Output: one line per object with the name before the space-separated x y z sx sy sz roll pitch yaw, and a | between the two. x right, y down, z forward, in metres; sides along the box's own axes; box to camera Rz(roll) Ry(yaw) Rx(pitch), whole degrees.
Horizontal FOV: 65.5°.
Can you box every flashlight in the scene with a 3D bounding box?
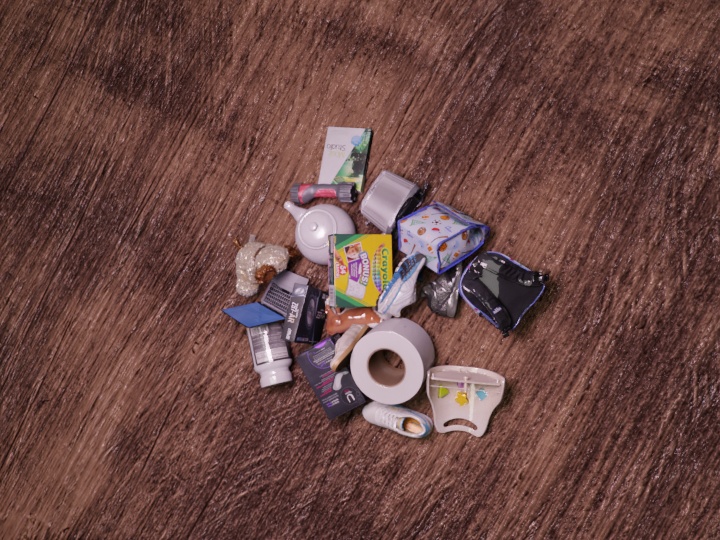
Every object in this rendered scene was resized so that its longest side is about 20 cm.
flashlight | -0.113 -0.230 1.696 0.200 0.068 0.068 5 40 21

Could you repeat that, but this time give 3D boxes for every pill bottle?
pill bottle | -0.267 0.239 1.661 0.116 0.116 0.200 -17 78 13

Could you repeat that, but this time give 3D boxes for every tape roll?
tape roll | 0.089 0.241 1.514 0.202 0.139 0.203 4 101 19

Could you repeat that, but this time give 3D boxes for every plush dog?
plush dog | -0.280 -0.032 1.641 0.172 0.161 0.200 2 38 37

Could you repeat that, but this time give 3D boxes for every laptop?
laptop | -0.279 0.073 1.642 0.187 0.116 0.200 20 80 51

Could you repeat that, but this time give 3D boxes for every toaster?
toaster | 0.093 -0.201 1.627 0.129 0.114 0.200 34 93 21

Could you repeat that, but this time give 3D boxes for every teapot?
teapot | -0.112 -0.111 1.656 0.200 0.146 0.198 -7 80 14

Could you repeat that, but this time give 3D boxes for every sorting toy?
sorting toy | 0.271 0.354 1.497 0.200 0.107 0.180 5 95 6

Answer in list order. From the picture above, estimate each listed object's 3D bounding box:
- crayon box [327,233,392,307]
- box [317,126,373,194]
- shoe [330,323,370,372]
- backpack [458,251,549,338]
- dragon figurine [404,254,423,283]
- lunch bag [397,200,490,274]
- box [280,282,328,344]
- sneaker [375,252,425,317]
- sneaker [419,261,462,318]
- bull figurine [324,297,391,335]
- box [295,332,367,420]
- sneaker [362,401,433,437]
crayon box | 0.000 0.000 1.551 0.172 0.058 0.200 -1 89 -21
box | -0.047 -0.342 1.732 0.144 0.036 0.200 7 85 18
shoe | -0.038 0.205 1.517 0.053 0.200 0.070 26 124 13
backpack | 0.360 0.044 1.483 0.190 0.154 0.200 39 86 1
dragon figurine | 0.156 -0.018 1.585 0.059 0.099 0.200 19 87 18
lunch bag | 0.228 -0.106 1.530 0.200 0.124 0.170 -27 43 -27
box | -0.152 0.128 1.600 0.043 0.200 0.160 12 84 18
sneaker | 0.125 0.042 1.507 0.087 0.075 0.200 26 112 -21
sneaker | 0.227 0.026 1.568 0.114 0.076 0.200 11 89 10
bull figurine | -0.011 0.124 1.631 0.200 0.065 0.122 -14 71 9
box | -0.074 0.295 1.579 0.122 0.106 0.200 -29 88 11
sneaker | 0.097 0.406 1.544 0.200 0.081 0.077 9 86 19
